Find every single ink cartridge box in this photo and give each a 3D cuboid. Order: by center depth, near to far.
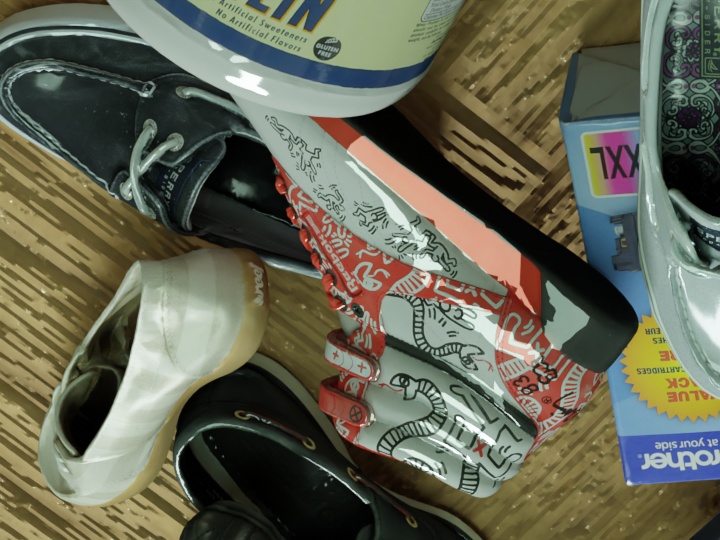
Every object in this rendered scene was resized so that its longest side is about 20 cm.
[{"bbox_3d":[0.164,0.008,1.143,0.135,0.076,0.201,-5,119,15],"label":"ink cartridge box"}]

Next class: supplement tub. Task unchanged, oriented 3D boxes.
[{"bbox_3d":[-0.003,-0.173,1.037,0.144,0.145,0.201,27,121,-3],"label":"supplement tub"}]

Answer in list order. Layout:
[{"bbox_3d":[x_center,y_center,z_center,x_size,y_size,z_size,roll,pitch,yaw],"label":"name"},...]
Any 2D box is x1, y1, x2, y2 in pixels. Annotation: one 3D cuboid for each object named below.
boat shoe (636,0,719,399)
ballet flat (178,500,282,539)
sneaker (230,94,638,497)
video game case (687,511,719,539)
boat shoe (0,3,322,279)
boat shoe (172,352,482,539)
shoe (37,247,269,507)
[{"bbox_3d":[0.130,-0.032,1.043,0.069,0.072,0.202,-2,116,13],"label":"boat shoe"},{"bbox_3d":[-0.065,0.167,1.260,0.066,0.057,0.201,24,149,14],"label":"ballet flat"},{"bbox_3d":[0.000,0.001,1.108,0.201,0.067,0.108,39,107,4],"label":"sneaker"},{"bbox_3d":[0.242,0.130,1.176,0.199,0.019,0.143,21,140,-17],"label":"video game case"},{"bbox_3d":[-0.069,-0.047,1.167,0.199,0.068,0.072,24,121,-2],"label":"boat shoe"},{"bbox_3d":[-0.005,0.123,1.252,0.201,0.063,0.074,44,117,-14],"label":"boat shoe"},{"bbox_3d":[-0.102,0.044,1.196,0.053,0.070,0.200,0,153,-29],"label":"shoe"}]
